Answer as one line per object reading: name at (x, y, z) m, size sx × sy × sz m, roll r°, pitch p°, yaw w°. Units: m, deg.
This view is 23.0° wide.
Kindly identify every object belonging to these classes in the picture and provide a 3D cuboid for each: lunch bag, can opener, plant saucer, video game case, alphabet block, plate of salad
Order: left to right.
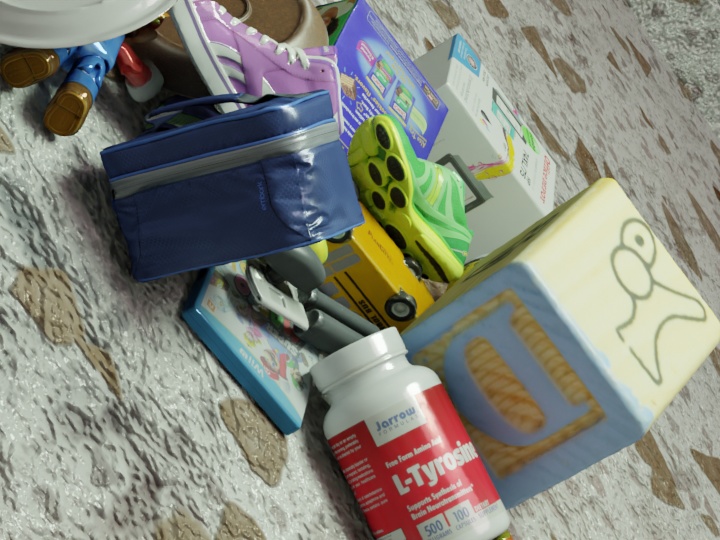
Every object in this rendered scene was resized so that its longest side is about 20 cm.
plate of salad at (-0.230, -0.229, 1.405) m, size 0.200 × 0.200 × 0.048 m, roll -95°, pitch -179°, yaw -46°
plant saucer at (-0.126, -0.228, 1.601) m, size 0.200 × 0.035 × 0.200 m, roll 6°, pitch 44°, yaw -6°
lunch bag at (-0.110, -0.075, 1.419) m, size 0.136 × 0.200 × 0.133 m, roll -26°, pitch 103°, yaw -69°
video game case at (-0.086, 0.036, 1.546) m, size 0.143 × 0.018 × 0.200 m, roll 51°, pitch 24°, yaw -19°
can opener at (-0.034, 0.035, 1.556) m, size 0.200 × 0.066 × 0.053 m, roll 39°, pitch 28°, yaw -49°
alphabet block at (0.179, 0.065, 1.615) m, size 0.195 × 0.196 × 0.200 m, roll 55°, pitch 40°, yaw -2°

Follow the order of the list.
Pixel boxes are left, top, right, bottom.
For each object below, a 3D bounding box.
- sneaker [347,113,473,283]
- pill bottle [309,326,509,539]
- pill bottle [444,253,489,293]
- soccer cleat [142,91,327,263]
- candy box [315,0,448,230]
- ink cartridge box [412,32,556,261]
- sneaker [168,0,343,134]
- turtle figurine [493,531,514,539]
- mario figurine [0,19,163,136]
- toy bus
sneaker at (0.050, -0.077, 1.688) m, size 0.084 × 0.074 × 0.200 m, roll -59°, pitch 136°, yaw -33°
pill bottle at (0.037, 0.155, 1.524) m, size 0.200 × 0.112 × 0.112 m, roll 63°, pitch 23°, yaw 6°
pill bottle at (0.128, 0.067, 1.820) m, size 0.113 × 0.112 × 0.200 m, roll 54°, pitch 23°, yaw -11°
soccer cleat at (-0.112, -0.069, 1.556) m, size 0.200 × 0.065 × 0.084 m, roll 48°, pitch 53°, yaw -2°
candy box at (-0.014, -0.139, 1.738) m, size 0.169 × 0.077 × 0.200 m, roll 50°, pitch 47°, yaw -31°
ink cartridge box at (0.102, -0.124, 1.960) m, size 0.200 × 0.146 × 0.147 m, roll 51°, pitch 24°, yaw -20°
sneaker at (-0.085, -0.186, 1.503) m, size 0.201 × 0.114 × 0.073 m, roll 60°, pitch -1°, yaw -16°
turtle figurine at (0.096, 0.218, 1.631) m, size 0.161 × 0.064 × 0.200 m, roll 50°, pitch 24°, yaw -19°
mario figurine at (-0.233, -0.184, 1.478) m, size 0.200 × 0.106 × 0.124 m, roll -61°, pitch 152°, yaw -53°
toy bus at (0.000, 0.000, 1.670) m, size 0.200 × 0.078 × 0.065 m, roll 50°, pitch 29°, yaw -28°
